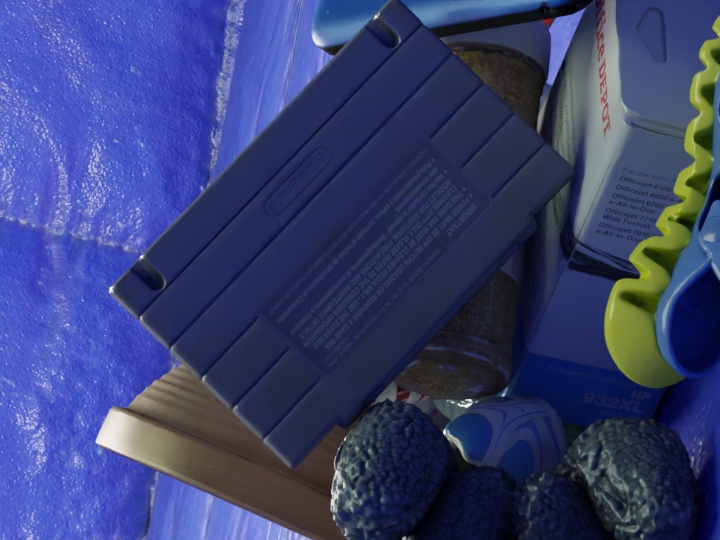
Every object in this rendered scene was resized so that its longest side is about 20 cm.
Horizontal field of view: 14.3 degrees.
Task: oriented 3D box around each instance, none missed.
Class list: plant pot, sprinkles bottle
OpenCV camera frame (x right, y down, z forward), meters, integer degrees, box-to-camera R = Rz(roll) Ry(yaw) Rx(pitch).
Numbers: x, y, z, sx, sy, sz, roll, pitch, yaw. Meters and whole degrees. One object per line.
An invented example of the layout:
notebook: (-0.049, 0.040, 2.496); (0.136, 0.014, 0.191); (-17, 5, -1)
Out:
plant pot: (-0.050, 0.103, 1.718); (0.093, 0.200, 0.201); (-65, 9, -5)
sprinkles bottle: (0.055, -0.037, 1.458); (0.068, 0.068, 0.201); (123, 157, -64)

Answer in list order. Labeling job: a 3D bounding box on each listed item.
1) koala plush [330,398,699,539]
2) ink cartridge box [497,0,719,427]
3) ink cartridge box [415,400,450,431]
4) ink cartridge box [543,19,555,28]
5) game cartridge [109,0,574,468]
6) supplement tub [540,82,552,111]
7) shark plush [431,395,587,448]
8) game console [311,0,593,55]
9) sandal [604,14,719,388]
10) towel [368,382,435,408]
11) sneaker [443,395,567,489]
koala plush: (0.071, 0.191, 1.337); (0.200, 0.176, 0.184); (-94, 7, -57)
ink cartridge box: (0.135, -0.039, 1.452); (0.145, 0.083, 0.200); (-88, 14, -47)
ink cartridge box: (0.014, 0.033, 1.692); (0.068, 0.116, 0.200); (-47, -27, -7)
ink cartridge box: (0.113, -0.209, 1.712); (0.200, 0.045, 0.176); (-57, 9, -4)
game cartridge: (-0.007, -0.017, 1.380); (0.200, 0.130, 0.038); (-46, 2, -8)
supplement tub: (0.066, -0.051, 1.722); (0.200, 0.131, 0.133); (-176, 98, -81)
shark plush: (0.089, 0.094, 1.550); (0.200, 0.083, 0.091); (-105, 29, -69)
game console: (0.096, -0.174, 1.472); (0.200, 0.118, 0.171); (-6, 60, 48)
sandal: (0.183, -0.037, 1.265); (0.087, 0.079, 0.201); (11, 79, 43)
towel: (0.000, 0.000, 1.493); (0.200, 0.023, 0.145); (0, -100, -71)
sneaker: (0.044, 0.143, 1.468); (0.072, 0.072, 0.201); (57, 140, 41)
